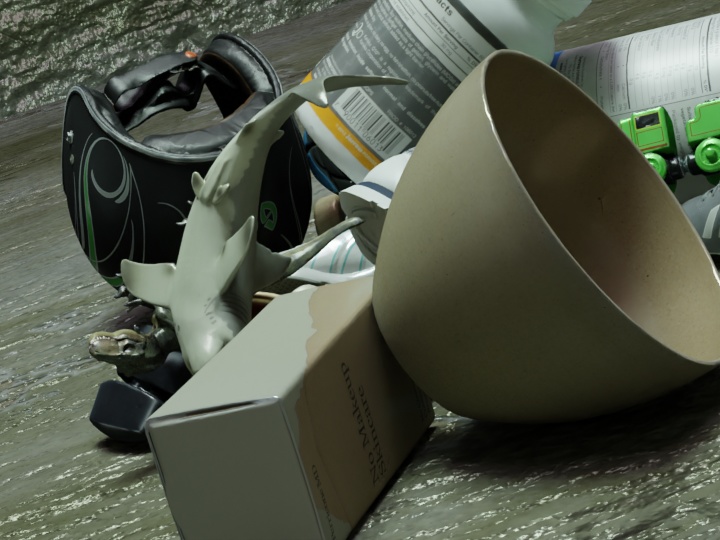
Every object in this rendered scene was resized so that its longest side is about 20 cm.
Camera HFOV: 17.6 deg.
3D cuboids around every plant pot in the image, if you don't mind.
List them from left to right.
[{"bbox_3d":[0.084,0.003,1.239,0.134,0.201,0.200,-38,3,24],"label":"plant pot"}]

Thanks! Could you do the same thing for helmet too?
[{"bbox_3d":[-0.129,-0.062,1.743,0.198,0.192,0.201,1,43,-1],"label":"helmet"}]

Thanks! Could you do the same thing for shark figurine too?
[{"bbox_3d":[-0.059,-0.030,1.380,0.089,0.216,0.128,18,4,-45],"label":"shark figurine"}]

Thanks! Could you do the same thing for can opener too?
[{"bbox_3d":[-0.091,0.076,1.428,0.063,0.079,0.199,23,-13,-38],"label":"can opener"}]

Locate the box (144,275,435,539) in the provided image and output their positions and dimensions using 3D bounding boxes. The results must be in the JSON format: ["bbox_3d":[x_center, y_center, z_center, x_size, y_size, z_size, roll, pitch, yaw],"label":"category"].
[{"bbox_3d":[-0.032,0.079,1.223,0.077,0.096,0.200,-12,15,21],"label":"box"}]

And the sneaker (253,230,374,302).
[{"bbox_3d":[0.000,0.000,1.538,0.198,0.071,0.081,-10,40,7],"label":"sneaker"}]

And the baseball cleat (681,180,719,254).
[{"bbox_3d":[0.248,-0.058,1.413,0.069,0.107,0.200,-28,14,-25],"label":"baseball cleat"}]

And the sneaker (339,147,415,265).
[{"bbox_3d":[0.076,-0.024,1.435,0.080,0.077,0.199,-35,46,-27],"label":"sneaker"}]

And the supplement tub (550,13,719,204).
[{"bbox_3d":[0.218,-0.102,1.591,0.198,0.133,0.132,-11,13,22],"label":"supplement tub"}]

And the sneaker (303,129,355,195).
[{"bbox_3d":[0.044,-0.101,1.707,0.199,0.074,0.082,-9,10,41],"label":"sneaker"}]

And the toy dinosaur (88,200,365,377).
[{"bbox_3d":[-0.098,0.006,1.442,0.199,0.048,0.088,-33,45,-28],"label":"toy dinosaur"}]

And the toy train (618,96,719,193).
[{"bbox_3d":[0.179,-0.073,1.507,0.198,0.057,0.042,-13,-21,17],"label":"toy train"}]

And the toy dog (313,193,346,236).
[{"bbox_3d":[0.021,-0.080,1.835,0.131,0.097,0.200,-16,12,1],"label":"toy dog"}]

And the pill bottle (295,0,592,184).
[{"bbox_3d":[0.058,-0.147,1.565,0.200,0.116,0.116,-46,6,13],"label":"pill bottle"}]

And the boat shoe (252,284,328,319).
[{"bbox_3d":[-0.030,0.043,1.428,0.073,0.070,0.199,-25,15,-34],"label":"boat shoe"}]
